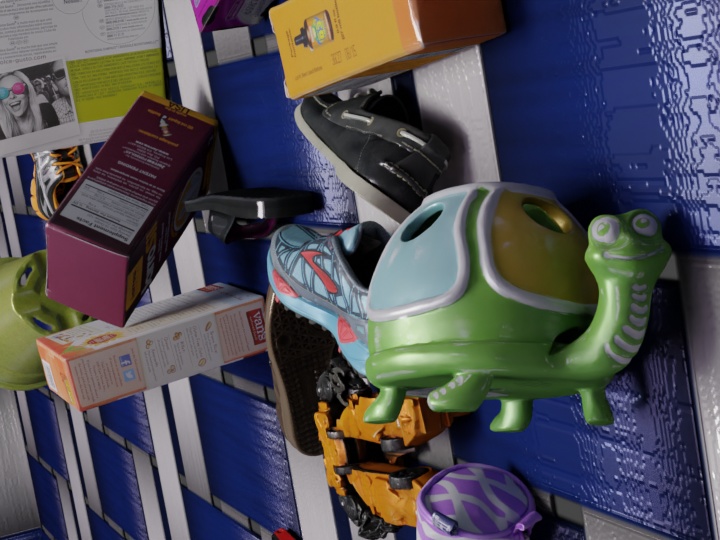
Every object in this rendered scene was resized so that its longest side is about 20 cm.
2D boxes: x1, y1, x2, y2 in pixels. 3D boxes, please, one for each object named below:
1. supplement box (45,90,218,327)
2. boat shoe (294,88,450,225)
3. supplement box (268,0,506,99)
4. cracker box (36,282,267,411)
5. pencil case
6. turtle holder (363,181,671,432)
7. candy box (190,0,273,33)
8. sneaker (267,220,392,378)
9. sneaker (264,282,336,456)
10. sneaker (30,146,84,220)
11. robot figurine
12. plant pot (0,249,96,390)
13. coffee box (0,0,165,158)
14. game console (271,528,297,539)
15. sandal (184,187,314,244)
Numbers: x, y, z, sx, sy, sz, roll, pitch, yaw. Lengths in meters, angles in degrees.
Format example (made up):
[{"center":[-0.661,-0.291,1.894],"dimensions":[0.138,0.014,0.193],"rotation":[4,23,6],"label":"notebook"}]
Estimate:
[{"center":[-0.218,-0.060,1.478],"dimensions":[0.110,0.086,0.200],"rotation":[105,-170,-50],"label":"supplement box"},{"center":[0.009,-0.094,1.096],"dimensions":[0.068,0.072,0.200],"rotation":[-56,27,9],"label":"boat shoe"},{"center":[0.012,-0.161,1.000],"dimensions":[0.200,0.069,0.067],"rotation":[-7,96,61],"label":"supplement box"},{"center":[-0.198,0.071,1.490],"dimensions":[0.134,0.200,0.058],"rotation":[13,119,67],"label":"cracker box"},{"center":[0.079,0.226,1.058],"dimensions":[0.085,0.084,0.200],"rotation":[19,127,27],"label":"pencil case"},{"center":[0.077,0.018,0.862],"dimensions":[0.186,0.141,0.132],"rotation":[132,140,-75],"label":"turtle holder"},{"center":[-0.117,-0.315,1.268],"dimensions":[0.136,0.061,0.200],"rotation":[143,113,-67],"label":"candy box"},{"center":[0.000,0.000,1.153],"dimensions":[0.200,0.079,0.096],"rotation":[39,128,46],"label":"sneaker"},{"center":[-0.056,0.060,1.310],"dimensions":[0.076,0.070,0.200],"rotation":[-134,38,-55],"label":"sneaker"},{"center":[-0.406,-0.153,2.082],"dimensions":[0.077,0.078,0.200],"rotation":[28,132,46],"label":"sneaker"},{"center":[0.023,0.136,1.170],"dimensions":[0.200,0.058,0.145],"rotation":[177,82,-68],"label":"robot figurine"},{"center":[-0.457,0.054,2.189],"dimensions":[0.184,0.200,0.200],"rotation":[-28,75,56],"label":"plant pot"},{"center":[-0.335,-0.253,1.658],"dimensions":[0.200,0.200,0.198],"rotation":[-141,44,-57],"label":"coffee box"},{"center":[-0.041,0.371,1.509],"dimensions":[0.177,0.031,0.200],"rotation":[-145,47,-66],"label":"game console"},{"center":[-0.102,-0.046,1.358],"dimensions":[0.200,0.075,0.048],"rotation":[-169,73,-66],"label":"sandal"}]
